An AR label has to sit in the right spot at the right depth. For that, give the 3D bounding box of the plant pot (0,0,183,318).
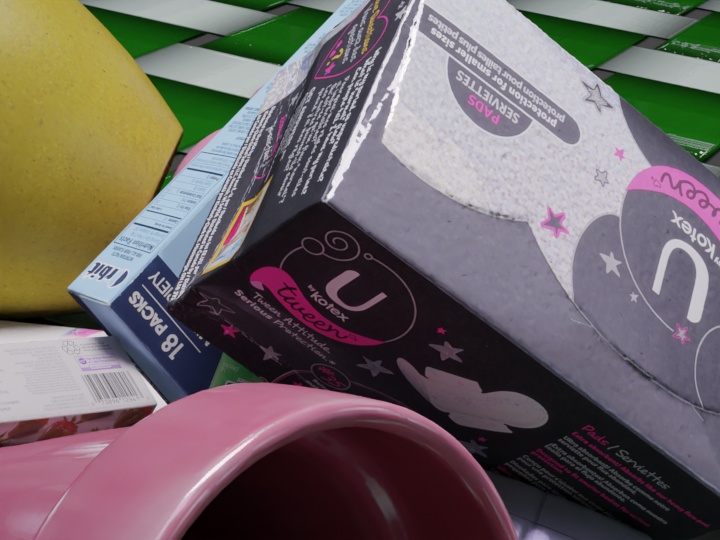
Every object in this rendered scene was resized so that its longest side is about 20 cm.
[{"bbox_3d":[-0.174,-0.054,0.876,0.141,0.201,0.200,25,23,-6],"label":"plant pot"}]

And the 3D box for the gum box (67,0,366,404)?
[{"bbox_3d":[0.000,0.000,0.745,0.200,0.170,0.044,-47,29,-18],"label":"gum box"}]

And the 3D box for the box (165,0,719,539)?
[{"bbox_3d":[0.054,0.002,0.644,0.199,0.114,0.133,37,53,-19],"label":"box"}]

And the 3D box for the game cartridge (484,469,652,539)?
[{"bbox_3d":[0.015,0.116,0.671,0.198,0.134,0.041,12,49,19],"label":"game cartridge"}]

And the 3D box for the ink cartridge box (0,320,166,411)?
[{"bbox_3d":[-0.155,0.078,0.810,0.198,0.068,0.117,6,22,3],"label":"ink cartridge box"}]

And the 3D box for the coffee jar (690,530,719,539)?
[{"bbox_3d":[0.087,0.088,0.804,0.103,0.086,0.200,-7,26,-18],"label":"coffee jar"}]

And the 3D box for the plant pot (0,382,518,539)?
[{"bbox_3d":[-0.068,0.133,0.569,0.178,0.202,0.199,4,17,44],"label":"plant pot"}]

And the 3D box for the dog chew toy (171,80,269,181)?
[{"bbox_3d":[-0.040,-0.025,0.859,0.124,0.126,0.200,18,37,30],"label":"dog chew toy"}]

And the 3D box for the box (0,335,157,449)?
[{"bbox_3d":[-0.165,0.055,0.616,0.199,0.039,0.042,-4,46,-46],"label":"box"}]
